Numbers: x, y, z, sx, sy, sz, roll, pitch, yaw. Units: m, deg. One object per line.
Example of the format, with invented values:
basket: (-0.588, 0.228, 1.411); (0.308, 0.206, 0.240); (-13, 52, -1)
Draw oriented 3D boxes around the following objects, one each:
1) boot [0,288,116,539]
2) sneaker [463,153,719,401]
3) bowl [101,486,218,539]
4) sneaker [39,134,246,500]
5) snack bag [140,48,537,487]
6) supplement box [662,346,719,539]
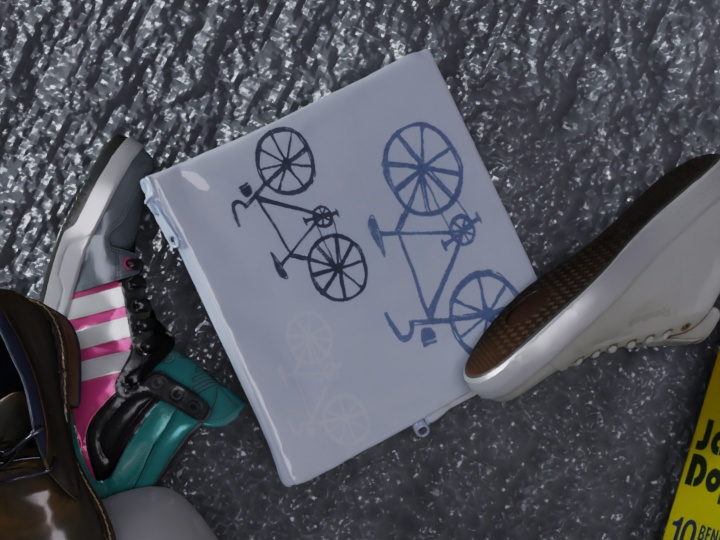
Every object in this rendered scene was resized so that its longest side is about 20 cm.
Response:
boot: (-0.169, 0.101, 0.872); (0.074, 0.097, 0.202); (-17, 69, 10)
sneaker: (0.148, 0.024, 1.006); (0.199, 0.073, 0.085); (-37, 105, -18)
bowl: (-0.137, 0.236, 0.942); (0.198, 0.075, 0.201); (-27, 102, 7)
sneaker: (-0.114, 0.039, 0.976); (0.120, 0.084, 0.202); (18, 93, -1)
snack bag: (0.000, 0.000, 0.997); (0.199, 0.021, 0.190); (-27, 93, -27)
supplement box: (0.247, 0.124, 0.990); (0.109, 0.109, 0.202); (20, 85, -29)
